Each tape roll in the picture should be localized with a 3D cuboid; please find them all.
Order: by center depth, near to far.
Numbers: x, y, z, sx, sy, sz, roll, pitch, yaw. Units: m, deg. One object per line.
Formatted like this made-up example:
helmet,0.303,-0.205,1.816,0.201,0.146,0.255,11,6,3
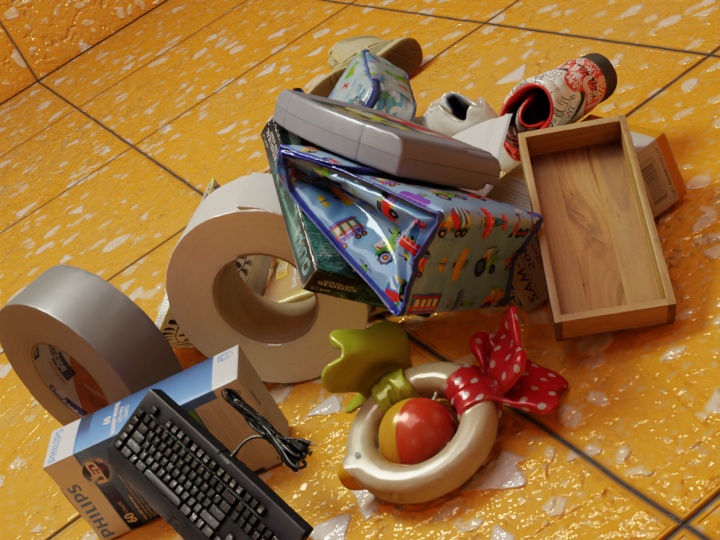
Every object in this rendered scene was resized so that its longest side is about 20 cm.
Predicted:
tape roll,-0.084,0.009,1.098,0.201,0.203,0.071,-17,28,22
tape roll,-0.269,0.093,1.136,0.199,0.201,0.066,0,37,44

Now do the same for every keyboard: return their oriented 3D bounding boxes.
keyboard,-0.116,0.162,0.935,0.200,0.021,0.127,35,83,29

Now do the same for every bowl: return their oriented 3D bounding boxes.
bowl,-0.157,0.008,1.256,0.201,0.094,0.202,-159,90,-78

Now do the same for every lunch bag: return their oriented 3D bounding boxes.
lunch bag,0.027,-0.051,0.970,0.200,0.095,0.150,36,24,35
lunch bag,-0.003,-0.181,1.430,0.161,0.082,0.200,-57,18,22

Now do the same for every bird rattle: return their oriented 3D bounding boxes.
bird rattle,0.063,0.120,0.923,0.199,0.113,0.164,4,51,27

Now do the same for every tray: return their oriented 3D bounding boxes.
tray,0.200,-0.040,0.977,0.098,0.037,0.201,-9,55,7

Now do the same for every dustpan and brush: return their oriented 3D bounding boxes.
dustpan and brush,0.063,-0.071,1.123,0.199,0.057,0.140,-15,35,30

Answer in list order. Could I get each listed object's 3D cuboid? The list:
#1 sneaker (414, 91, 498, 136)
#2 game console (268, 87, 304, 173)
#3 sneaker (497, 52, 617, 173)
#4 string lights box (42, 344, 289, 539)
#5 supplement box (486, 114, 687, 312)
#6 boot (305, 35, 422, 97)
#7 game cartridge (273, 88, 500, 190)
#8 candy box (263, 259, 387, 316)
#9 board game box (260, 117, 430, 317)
sneaker,0.109,-0.177,1.362,0.074,0.087,0.199,-44,29,-24
game console,-0.124,-0.122,1.459,0.117,0.172,0.200,-2,31,-5
sneaker,0.170,-0.151,1.180,0.107,0.068,0.201,-26,-8,-35
string lights box,-0.175,0.160,1.034,0.199,0.103,0.059,-25,28,8
supplement box,0.193,-0.060,1.088,0.199,0.074,0.126,-35,26,-10
boot,-0.021,-0.297,1.712,0.199,0.073,0.155,-35,27,-14
game cartridge,0.013,-0.117,0.996,0.132,0.041,0.200,2,18,-37
candy box,0.000,0.000,1.194,0.199,0.056,0.116,-19,27,18
board game box,-0.011,-0.051,1.031,0.028,0.134,0.201,-53,38,34
